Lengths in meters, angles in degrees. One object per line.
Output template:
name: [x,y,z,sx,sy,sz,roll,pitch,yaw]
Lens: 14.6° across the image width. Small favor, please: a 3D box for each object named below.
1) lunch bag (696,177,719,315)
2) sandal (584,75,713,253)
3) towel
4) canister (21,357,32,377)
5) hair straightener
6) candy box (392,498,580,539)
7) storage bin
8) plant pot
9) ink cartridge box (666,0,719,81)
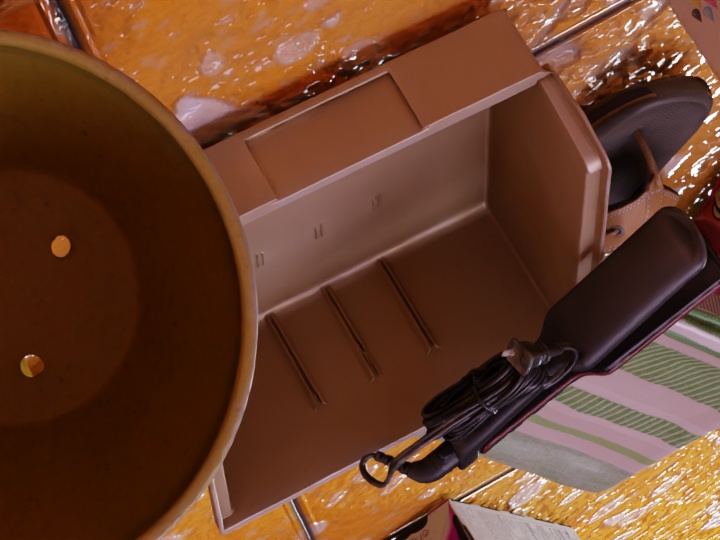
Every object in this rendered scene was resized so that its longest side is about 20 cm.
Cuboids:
lunch bag: [0.249,0.022,1.480,0.082,0.176,0.200,-16,153,-29]
sandal: [0.118,-0.025,1.382,0.082,0.055,0.200,-10,149,-40]
towel: [0.129,0.066,1.487,0.152,0.023,0.200,20,148,-26]
canister: [-0.236,0.090,1.153,0.200,0.087,0.149,-23,156,-21]
hair straightener: [0.073,0.037,1.254,0.200,0.041,0.077,-35,157,19]
candy box: [0.060,0.214,1.783,0.136,0.061,0.200,-38,155,15]
storage bin: [0.000,0.000,1.244,0.200,0.094,0.199,-26,157,-11]
plant pot: [-0.134,0.013,1.028,0.200,0.200,0.142,-32,-177,2]
ink cartridge box: [0.212,-0.098,1.168,0.116,0.200,0.067,-40,155,20]
